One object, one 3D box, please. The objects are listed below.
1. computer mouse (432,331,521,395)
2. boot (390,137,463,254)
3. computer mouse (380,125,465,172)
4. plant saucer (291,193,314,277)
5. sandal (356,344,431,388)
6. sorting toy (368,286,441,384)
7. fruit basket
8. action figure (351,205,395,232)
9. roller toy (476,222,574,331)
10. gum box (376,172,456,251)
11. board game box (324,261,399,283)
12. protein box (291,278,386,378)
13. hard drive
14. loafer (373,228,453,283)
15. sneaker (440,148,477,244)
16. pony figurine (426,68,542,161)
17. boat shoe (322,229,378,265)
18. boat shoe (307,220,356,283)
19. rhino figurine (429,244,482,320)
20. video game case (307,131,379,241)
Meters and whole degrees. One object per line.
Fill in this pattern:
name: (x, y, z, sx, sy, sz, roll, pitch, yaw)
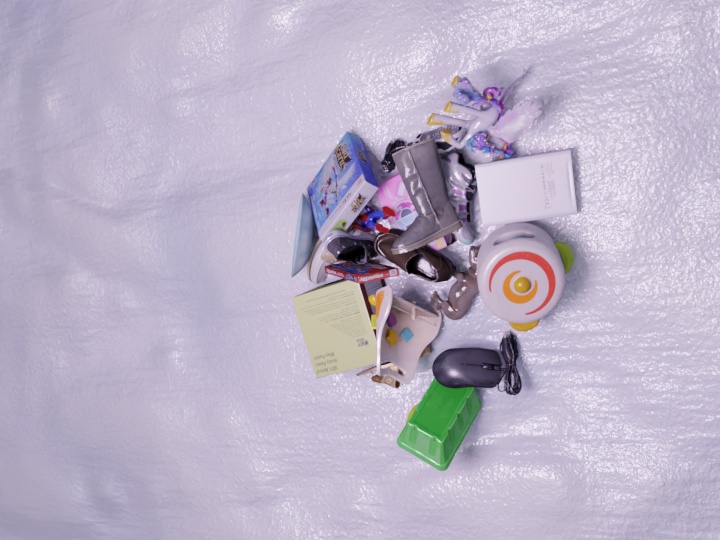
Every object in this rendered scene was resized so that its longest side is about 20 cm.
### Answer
computer mouse: (0.254, 0.207, 1.641, 0.195, 0.053, 0.142, -5, 68, 11)
boot: (0.112, -0.156, 1.576, 0.179, 0.073, 0.204, -25, 98, -6)
computer mouse: (0.144, -0.273, 1.639, 0.196, 0.111, 0.044, -12, 122, 22)
plant saucer: (-0.136, -0.082, 1.788, 0.038, 0.201, 0.206, 7, 107, -7)
sandal: (0.085, 0.248, 1.785, 0.209, 0.077, 0.071, -25, 83, 25)
sorting toy: (0.082, 0.155, 1.672, 0.105, 0.198, 0.185, -9, 66, 40)
fruit basket: (0.175, 0.353, 1.718, 0.153, 0.215, 0.220, 25, 112, 21)
action figure: (0.007, -0.128, 1.686, 0.097, 0.200, 0.066, 26, 87, -12)
roller toy: (0.329, 0.009, 1.539, 0.180, 0.140, 0.202, 31, 113, -5)
gum box: (0.122, -0.133, 1.687, 0.112, 0.066, 0.204, -24, 90, 31)
board game box: (0.000, 0.000, 1.704, 0.199, 0.101, 0.020, -165, 67, -64)
protein box: (-0.029, 0.125, 1.785, 0.195, 0.134, 0.205, -17, 93, 29)
hard drive: (0.346, -0.170, 1.551, 0.195, 0.026, 0.135, -7, 103, 15)
loafer: (0.110, -0.033, 1.637, 0.197, 0.071, 0.075, 24, 113, 22)
sneaker: (0.233, -0.169, 1.616, 0.138, 0.078, 0.203, -29, 92, 26)
pony figurine: (0.262, -0.316, 1.520, 0.196, 0.169, 0.194, 20, 132, -17)
boat shoe: (-0.008, -0.044, 1.697, 0.070, 0.199, 0.067, -44, 62, 18)
boat shoe: (-0.071, -0.049, 1.805, 0.068, 0.074, 0.203, 30, 115, 20)
rhino figurine: (0.235, 0.024, 1.666, 0.087, 0.060, 0.202, 37, 114, 15)
video game case: (-0.046, -0.191, 1.712, 0.182, 0.045, 0.202, -49, 37, 27)
